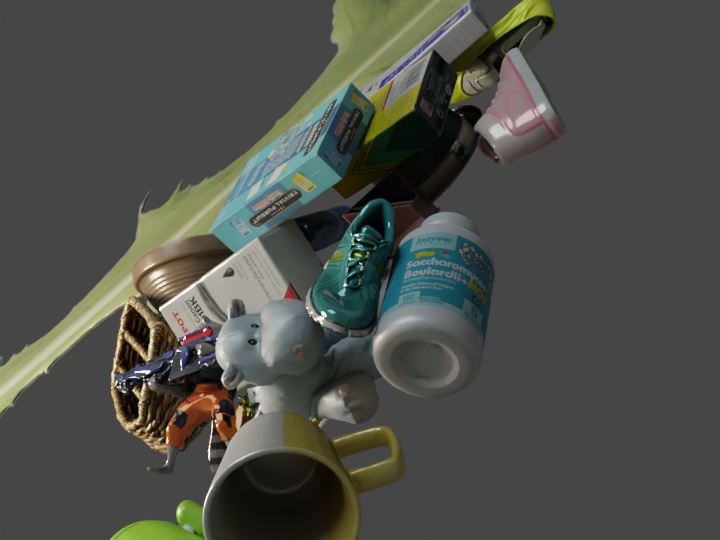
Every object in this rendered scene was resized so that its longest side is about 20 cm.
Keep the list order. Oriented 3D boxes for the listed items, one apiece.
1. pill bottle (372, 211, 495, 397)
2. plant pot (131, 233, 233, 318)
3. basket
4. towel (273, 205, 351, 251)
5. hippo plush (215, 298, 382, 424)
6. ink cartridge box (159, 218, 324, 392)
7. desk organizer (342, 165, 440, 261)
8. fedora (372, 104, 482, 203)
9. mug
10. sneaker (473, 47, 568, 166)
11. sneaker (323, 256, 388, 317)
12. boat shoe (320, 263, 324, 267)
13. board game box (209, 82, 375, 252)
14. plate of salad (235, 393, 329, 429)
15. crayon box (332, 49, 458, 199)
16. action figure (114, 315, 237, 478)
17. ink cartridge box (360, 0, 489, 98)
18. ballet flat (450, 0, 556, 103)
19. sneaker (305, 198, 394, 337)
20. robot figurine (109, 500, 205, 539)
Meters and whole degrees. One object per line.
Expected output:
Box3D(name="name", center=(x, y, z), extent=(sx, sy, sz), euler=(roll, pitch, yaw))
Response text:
Box3D(name="pill bottle", center=(0.080, 0.027, 1.354), extent=(0.111, 0.111, 0.200), euler=(-31, 28, 32))
Box3D(name="plant pot", center=(-0.213, 0.029, 1.817), extent=(0.201, 0.201, 0.093), euler=(-27, 64, 39))
Box3D(name="basket", center=(-0.283, 0.143, 1.746), extent=(0.143, 0.149, 0.200), euler=(-49, 24, -5))
Box3D(name="towel", center=(-0.076, -0.043, 1.715), extent=(0.111, 0.049, 0.200), euler=(-23, 0, 19))
Box3D(name="hippo plush", center=(-0.081, 0.079, 1.395), extent=(0.200, 0.161, 0.160), euler=(-17, 50, 26))
Box3D(name="ink cartridge box", center=(-0.130, 0.051, 1.605), extent=(0.200, 0.144, 0.084), euler=(-33, 0, 36))
Box3D(name="desk organizer", center=(0.039, -0.067, 1.536), extent=(0.072, 0.077, 0.200), euler=(-43, 2, 10))
Box3D(name="fedora", center=(0.065, -0.160, 1.703), extent=(0.200, 0.092, 0.201), euler=(-38, 24, 20))
Box3D(name="mug", center=(-0.062, 0.218, 1.304), extent=(0.153, 0.186, 0.150), euler=(-106, 29, -74))
Box3D(name="sneaker", center=(0.179, -0.196, 1.587), extent=(0.105, 0.075, 0.200), euler=(-34, 30, 15))
Box3D(name="sneaker", center=(0.000, 0.000, 1.552), extent=(0.075, 0.100, 0.200), euler=(-46, 21, 7))
Box3D(name="boat shoe", center=(-0.097, 0.043, 1.697), extent=(0.200, 0.062, 0.075), euler=(-27, 32, 44))
Box3D(name="board game box", center=(-0.082, -0.123, 1.590), extent=(0.200, 0.047, 0.151), euler=(-31, 24, 38))
Box3D(name="plate of salad", center=(-0.092, 0.158, 1.520), extent=(0.200, 0.048, 0.200), euler=(-38, 24, 20))
Box3D(name="crayon box", center=(0.025, -0.170, 1.603), extent=(0.200, 0.051, 0.127), euler=(-31, 27, 38))
Box3D(name="action figure", center=(-0.196, 0.149, 1.539), extent=(0.200, 0.105, 0.194), euler=(-14, 58, 36))
Box3D(name="ink cartridge box", center=(0.084, -0.278, 1.747), extent=(0.200, 0.047, 0.198), euler=(-41, 10, 14))
Box3D(name="ballet flat", center=(0.182, -0.288, 1.757), extent=(0.200, 0.067, 0.067), euler=(-41, 42, 9))
Box3D(name="sneaker", center=(-0.005, -0.005, 1.347), extent=(0.200, 0.077, 0.080), euler=(-74, 2, -54))
Box3D(name="robot figurine", center=(-0.205, 0.324, 1.358), extent=(0.200, 0.116, 0.176), euler=(0, 56, 60))
